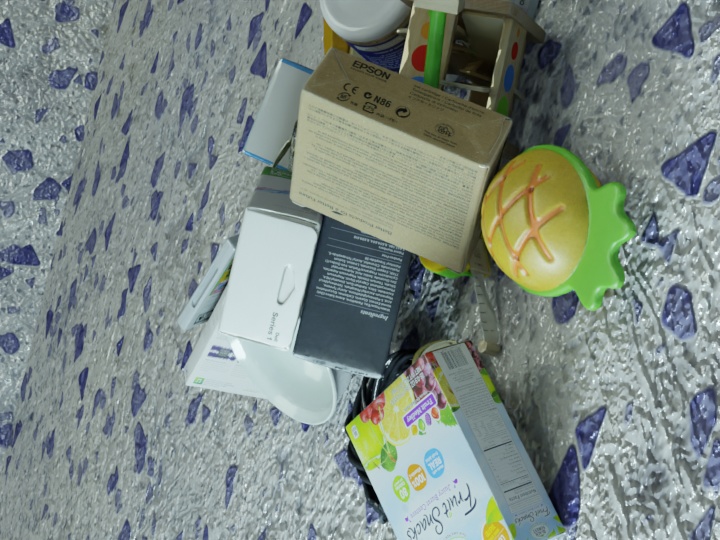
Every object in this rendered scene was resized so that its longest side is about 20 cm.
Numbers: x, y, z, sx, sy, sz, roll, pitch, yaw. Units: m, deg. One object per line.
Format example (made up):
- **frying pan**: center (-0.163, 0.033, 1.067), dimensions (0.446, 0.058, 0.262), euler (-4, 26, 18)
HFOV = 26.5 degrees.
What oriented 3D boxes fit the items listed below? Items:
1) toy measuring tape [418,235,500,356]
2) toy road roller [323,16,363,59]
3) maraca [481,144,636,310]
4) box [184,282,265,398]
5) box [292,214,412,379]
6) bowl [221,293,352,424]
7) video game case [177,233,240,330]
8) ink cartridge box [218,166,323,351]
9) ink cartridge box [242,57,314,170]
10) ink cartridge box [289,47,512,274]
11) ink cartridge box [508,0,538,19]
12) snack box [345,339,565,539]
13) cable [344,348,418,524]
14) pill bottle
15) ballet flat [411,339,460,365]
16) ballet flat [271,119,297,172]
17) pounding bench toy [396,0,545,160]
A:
- **toy measuring tape**: center (0.100, 0.006, 1.610), dimensions (0.074, 0.073, 0.202), euler (-46, 46, 50)
- **toy road roller**: center (0.009, -0.294, 1.914), dimensions (0.147, 0.121, 0.202), euler (111, 161, -54)
- **maraca**: center (0.181, -0.040, 1.399), dimensions (0.199, 0.106, 0.139), euler (30, 116, 55)
- **box**: center (-0.130, 0.084, 1.993), dimensions (0.201, 0.143, 0.037), euler (-58, 31, 35)
- **box**: center (0.000, 0.000, 1.680), dimensions (0.148, 0.103, 0.203), euler (-77, 2, -83)
- **bowl**: center (-0.073, 0.081, 1.882), dimensions (0.200, 0.090, 0.203), euler (33, 142, 29)
- **video game case**: center (-0.132, -0.008, 2.010), dimensions (0.022, 0.199, 0.182), euler (52, 135, 16)
- **ink cartridge box**: center (-0.092, -0.017, 1.680), dimensions (0.200, 0.083, 0.147), euler (-82, 6, -74)
- **ink cartridge box**: center (-0.059, -0.183, 1.920), dimensions (0.200, 0.127, 0.127), euler (-76, 8, -83)
- **ink cartridge box**: center (0.036, -0.107, 1.509), dimensions (0.166, 0.198, 0.076), euler (101, -165, -52)
- **ink cartridge box**: center (0.166, -0.378, 1.682), dimensions (0.162, 0.056, 0.203), euler (-138, 59, -64)
- **snack box**: center (0.085, 0.195, 1.448), dimensions (0.169, 0.067, 0.202), euler (-48, 64, 49)
- **cable**: center (0.038, 0.166, 1.685), dimensions (0.164, 0.050, 0.201), euler (-59, 29, 36)
- **pill bottle**: center (0.044, -0.277, 1.699), dimensions (0.114, 0.200, 0.117), euler (-7, 73, 23)
- **ballet flat**: center (0.098, 0.112, 1.549), dimensions (0.071, 0.070, 0.200), euler (-67, 28, 22)
- **ballet flat**: center (-0.080, -0.090, 1.806), dimensions (0.072, 0.071, 0.203), euler (-123, 47, -59)
- **pounding bench toy**: center (0.087, -0.196, 1.540), dimensions (0.123, 0.200, 0.158), euler (12, 89, 23)
